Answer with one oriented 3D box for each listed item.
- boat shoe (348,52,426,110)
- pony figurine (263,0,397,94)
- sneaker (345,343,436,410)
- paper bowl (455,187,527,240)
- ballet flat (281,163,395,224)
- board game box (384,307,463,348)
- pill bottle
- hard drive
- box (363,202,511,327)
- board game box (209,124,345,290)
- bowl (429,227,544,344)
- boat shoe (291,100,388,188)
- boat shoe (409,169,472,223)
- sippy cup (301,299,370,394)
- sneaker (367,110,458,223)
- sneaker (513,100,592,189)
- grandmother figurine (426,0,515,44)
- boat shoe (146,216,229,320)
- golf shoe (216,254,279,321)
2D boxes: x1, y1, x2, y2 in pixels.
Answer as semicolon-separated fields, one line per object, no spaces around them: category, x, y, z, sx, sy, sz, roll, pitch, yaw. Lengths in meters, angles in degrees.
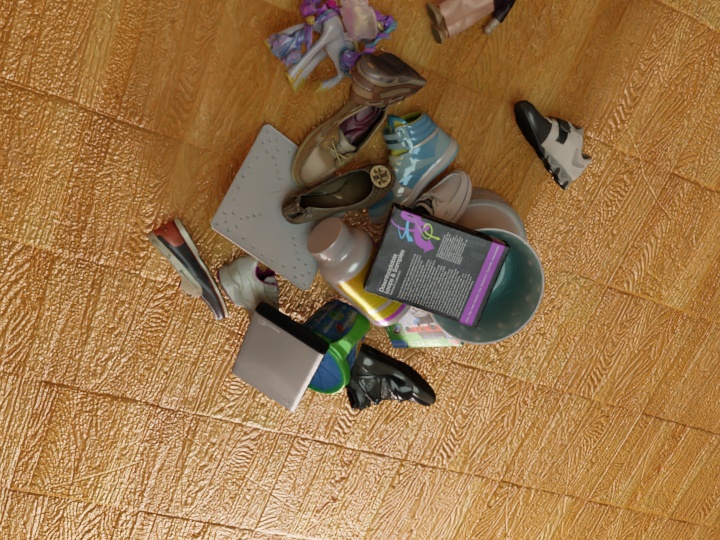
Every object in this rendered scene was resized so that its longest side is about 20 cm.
boat shoe;0.038;-0.292;1.225;0.076;0.199;0.072;44;117;17
pony figurine;-0.043;-0.369;1.188;0.199;0.167;0.193;-34;150;1
sneaker;0.048;0.231;1.528;0.197;0.076;0.115;27;109;-20
paper bowl;0.205;-0.038;1.416;0.197;0.105;0.204;-5;117;-9
ballet flat;-0.034;-0.126;1.266;0.197;0.046;0.068;-19;78;-8
board game box;0.094;0.054;1.427;0.149;0.037;0.202;-6;123;33
pill bottle;0.000;0.000;1.299;0.104;0.105;0.200;-40;127;8
hard drive;-0.142;0.152;1.363;0.138;0.033;0.201;32;137;4
box;0.118;-0.008;1.229;0.197;0.036;0.145;18;107;-11
board game box;-0.127;-0.102;1.291;0.199;0.026;0.202;35;68;-25
bowl;0.198;0.011;1.314;0.197;0.105;0.204;-1;110;-4
boat shoe;-0.034;-0.212;1.275;0.074;0.066;0.200;42;88;-27
boat shoe;0.121;-0.098;1.329;0.201;0.073;0.065;-56;149;-13
sippy cup;-0.056;0.128;1.408;0.175;0.131;0.141;9;131;28
sneaker;0.059;-0.186;1.326;0.200;0.080;0.130;-46;119;0
sneaker;0.340;-0.239;1.370;0.088;0.074;0.200;-40;127;8
grandmother figurine;0.204;-0.440;1.249;0.198;0.061;0.122;-25;146;-3
boat shoe;-0.289;0.007;1.338;0.062;0.071;0.202;-31;114;-10
golf shoe;-0.170;0.057;1.393;0.091;0.075;0.201;-34;119;1
